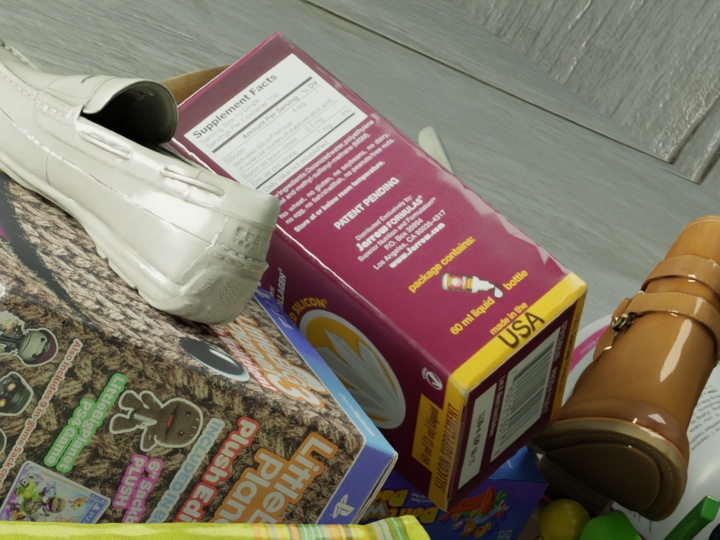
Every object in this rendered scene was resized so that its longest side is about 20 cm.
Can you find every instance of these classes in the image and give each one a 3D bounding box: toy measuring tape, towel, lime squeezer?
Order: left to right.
[{"bbox_3d":[-0.055,0.118,1.089,0.199,0.018,0.086,3,22,-24],"label":"towel"},{"bbox_3d":[0.123,0.158,1.473,0.038,0.071,0.200,12,-14,-15],"label":"lime squeezer"},{"bbox_3d":[0.137,0.200,1.374,0.200,0.073,0.074,58,18,13],"label":"toy measuring tape"}]

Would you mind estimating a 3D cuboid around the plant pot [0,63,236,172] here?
[{"bbox_3d":[-0.134,-0.050,1.409,0.028,0.200,0.200,68,17,5],"label":"plant pot"}]

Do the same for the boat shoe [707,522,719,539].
[{"bbox_3d":[0.195,0.190,1.438,0.084,0.069,0.200,21,-29,39],"label":"boat shoe"}]

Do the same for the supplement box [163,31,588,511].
[{"bbox_3d":[0.000,0.000,1.332,0.200,0.086,0.110,40,-29,21],"label":"supplement box"}]

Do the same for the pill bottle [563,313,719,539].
[{"bbox_3d":[0.201,0.119,1.713,0.113,0.114,0.200,21,15,-44],"label":"pill bottle"}]

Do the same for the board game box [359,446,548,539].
[{"bbox_3d":[-0.009,0.050,1.425,0.134,0.045,0.200,7,36,-31],"label":"board game box"}]

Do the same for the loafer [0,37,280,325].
[{"bbox_3d":[-0.106,-0.053,1.221,0.200,0.070,0.070,39,13,31],"label":"loafer"}]

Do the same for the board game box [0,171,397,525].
[{"bbox_3d":[-0.112,0.048,1.206,0.200,0.097,0.159,25,14,-33],"label":"board game box"}]

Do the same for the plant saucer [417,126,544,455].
[{"bbox_3d":[0.059,0.021,1.561,0.200,0.050,0.201,-24,90,-87],"label":"plant saucer"}]

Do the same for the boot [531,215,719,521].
[{"bbox_3d":[0.154,0.045,1.415,0.077,0.155,0.200,32,-10,6],"label":"boot"}]

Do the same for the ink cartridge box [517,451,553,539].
[{"bbox_3d":[0.010,0.084,1.511,0.200,0.050,0.162,33,10,-13],"label":"ink cartridge box"}]
